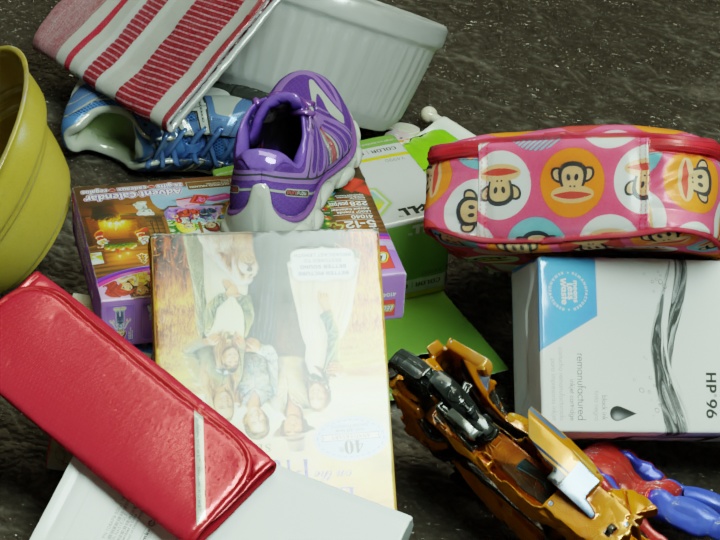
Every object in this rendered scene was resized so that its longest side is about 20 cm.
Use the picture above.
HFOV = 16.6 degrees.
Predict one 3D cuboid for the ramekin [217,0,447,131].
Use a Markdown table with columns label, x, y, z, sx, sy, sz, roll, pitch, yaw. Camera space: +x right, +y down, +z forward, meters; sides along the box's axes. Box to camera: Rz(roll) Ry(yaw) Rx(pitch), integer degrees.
| label | x | y | z | sx | sy | sz | roll | pitch | yaw |
| --- | --- | --- | --- | --- | --- | --- | --- | --- | --- |
| ramekin | -0.040 | -0.176 | 1.915 | 0.202 | 0.095 | 0.202 | 17 | 7 | -2 |

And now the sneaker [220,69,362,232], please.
| label | x | y | z | sx | sy | sz | roll | pitch | yaw |
| --- | --- | --- | --- | --- | --- | --- | --- | --- | --- |
| sneaker | -0.042 | -0.089 | 1.618 | 0.080 | 0.084 | 0.200 | 5 | 28 | 4 |

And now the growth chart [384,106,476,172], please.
| label | x | y | z | sx | sy | sz | roll | pitch | yaw |
| --- | --- | --- | --- | --- | --- | --- | --- | --- | --- |
| growth chart | 0.043 | -0.065 | 1.888 | 0.144 | 0.018 | 0.200 | 28 | 38 | 24 |

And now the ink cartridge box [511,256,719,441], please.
| label | x | y | z | sx | sy | sz | roll | pitch | yaw |
| --- | --- | --- | --- | --- | --- | --- | --- | --- | --- |
| ink cartridge box | 0.204 | 0.053 | 1.618 | 0.199 | 0.116 | 0.068 | 1 | -8 | -12 |

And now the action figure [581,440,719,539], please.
| label | x | y | z | sx | sy | sz | roll | pitch | yaw |
| --- | --- | --- | --- | --- | --- | --- | --- | --- | --- |
| action figure | 0.201 | 0.152 | 1.575 | 0.199 | 0.052 | 0.065 | 20 | 27 | 22 |

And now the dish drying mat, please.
| label | x | y | z | sx | sy | sz | roll | pitch | yaw |
| --- | --- | --- | --- | --- | --- | --- | --- | --- | --- |
| dish drying mat | -0.146 | 0.079 | 1.450 | 0.200 | 0.018 | 0.077 | 37 | 67 | 21 |

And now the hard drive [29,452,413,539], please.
| label | x | y | z | sx | sy | sz | roll | pitch | yaw |
| --- | --- | --- | --- | --- | --- | --- | --- | --- | --- |
| hard drive | -0.086 | 0.167 | 1.424 | 0.199 | 0.027 | 0.132 | 20 | 63 | 13 |

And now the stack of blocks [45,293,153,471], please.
| label | x | y | z | sx | sy | sz | roll | pitch | yaw |
| --- | --- | --- | --- | --- | --- | --- | --- | --- | --- |
| stack of blocks | -0.094 | 0.083 | 1.576 | 0.199 | 0.059 | 0.115 | 8 | 32 | -5 |

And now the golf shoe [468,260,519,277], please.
| label | x | y | z | sx | sy | sz | roll | pitch | yaw |
| --- | --- | --- | --- | --- | --- | --- | --- | --- | --- |
| golf shoe | 0.136 | -0.051 | 1.806 | 0.075 | 0.092 | 0.200 | 27 | 18 | 23 |

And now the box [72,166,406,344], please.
| label | x | y | z | sx | sy | sz | roll | pitch | yaw |
| --- | --- | --- | --- | --- | --- | --- | --- | --- | --- |
| box | -0.082 | -0.013 | 1.615 | 0.199 | 0.039 | 0.137 | -5 | 35 | -13 |

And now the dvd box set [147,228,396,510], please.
| label | x | y | z | sx | sy | sz | roll | pitch | yaw |
| --- | --- | --- | --- | --- | --- | --- | --- | --- | --- |
| dvd box set | -0.055 | 0.074 | 1.505 | 0.146 | 0.029 | 0.201 | -1 | 73 | -6 |

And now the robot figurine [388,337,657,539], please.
| label | x | y | z | sx | sy | sz | roll | pitch | yaw |
| --- | --- | --- | --- | --- | --- | --- | --- | --- | --- |
| robot figurine | 0.097 | 0.119 | 1.520 | 0.058 | 0.145 | 0.200 | -42 | 64 | -13 |

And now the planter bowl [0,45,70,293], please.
| label | x | y | z | sx | sy | sz | roll | pitch | yaw |
| --- | --- | --- | --- | --- | --- | --- | --- | --- | --- |
| planter bowl | -0.253 | -0.044 | 1.654 | 0.083 | 0.200 | 0.201 | 33 | 22 | -28 |

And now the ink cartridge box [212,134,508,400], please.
| label | x | y | z | sx | sy | sz | roll | pitch | yaw |
| --- | --- | --- | --- | --- | --- | --- | --- | --- | --- |
| ink cartridge box | 0.000 | 0.000 | 1.707 | 0.147 | 0.076 | 0.200 | -13 | 39 | -23 |

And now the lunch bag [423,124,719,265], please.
| label | x | y | z | sx | sy | sz | roll | pitch | yaw |
| --- | --- | --- | --- | --- | --- | --- | --- | --- | --- |
| lunch bag | 0.153 | -0.041 | 1.636 | 0.199 | 0.082 | 0.176 | 0 | -9 | 19 |

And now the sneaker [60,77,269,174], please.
| label | x | y | z | sx | sy | sz | roll | pitch | yaw |
| --- | --- | --- | --- | --- | --- | --- | --- | --- | --- |
| sneaker | -0.131 | -0.098 | 1.847 | 0.199 | 0.076 | 0.077 | 10 | 37 | 15 |

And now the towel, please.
| label | x | y | z | sx | sy | sz | roll | pitch | yaw |
| --- | --- | --- | --- | --- | --- | --- | --- | --- | --- |
| towel | -0.153 | -0.191 | 1.837 | 0.200 | 0.144 | 0.023 | 33 | -7 | 47 |
